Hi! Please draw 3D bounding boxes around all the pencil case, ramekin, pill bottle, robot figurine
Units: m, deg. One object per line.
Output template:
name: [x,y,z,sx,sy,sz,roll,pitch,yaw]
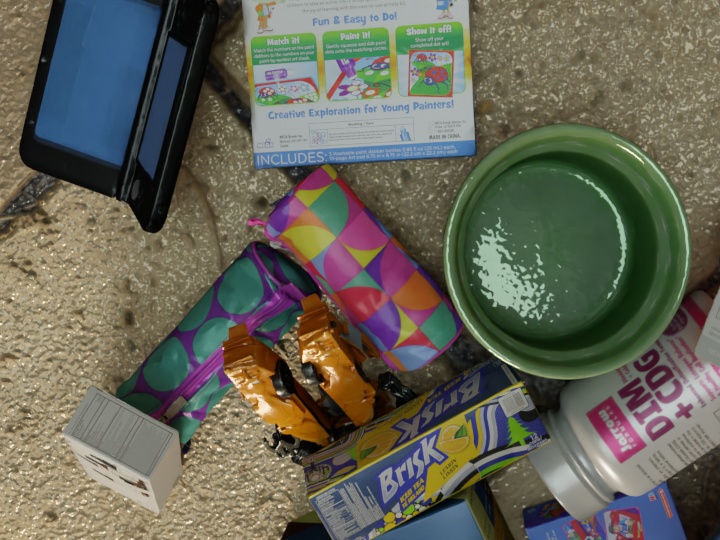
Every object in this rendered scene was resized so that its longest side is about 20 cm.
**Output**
pencil case: [-0.127,0.067,0.925,0.085,0.093,0.200,39,102,-19]
ramekin: [0.161,-0.016,0.854,0.198,0.098,0.202,0,92,-4]
pill bottle: [0.242,0.119,0.877,0.200,0.113,0.114,-38,94,12]
robot figurine: [-0.030,0.106,0.897,0.144,0.059,0.200,-21,139,12]
pencil case: [0.000,0.000,0.897,0.088,0.088,0.200,-43,97,12]

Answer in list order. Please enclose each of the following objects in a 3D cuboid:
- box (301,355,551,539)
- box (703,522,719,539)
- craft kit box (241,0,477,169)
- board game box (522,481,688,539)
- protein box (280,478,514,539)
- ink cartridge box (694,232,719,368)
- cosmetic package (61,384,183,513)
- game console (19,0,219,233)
box: [0.053,0.151,0.864,0.199,0.070,0.065,-28,108,1]
box: [0.357,0.243,0.851,0.200,0.050,0.198,-50,129,5]
craft kit box: [-0.002,-0.193,0.889,0.198,0.049,0.199,-2,103,8]
board game box: [0.247,0.296,0.944,0.134,0.045,0.201,-21,97,10]
protein box: [0.051,0.303,0.924,0.197,0.135,0.201,-25,96,11]
ink cartridge box: [0.362,0.021,0.833,0.162,0.057,0.201,28,76,1]
cosmetic package: [-0.204,0.163,0.903,0.082,0.200,0.051,29,68,3]
game console: [-0.214,-0.156,0.889,0.116,0.176,0.201,11,104,-24]
